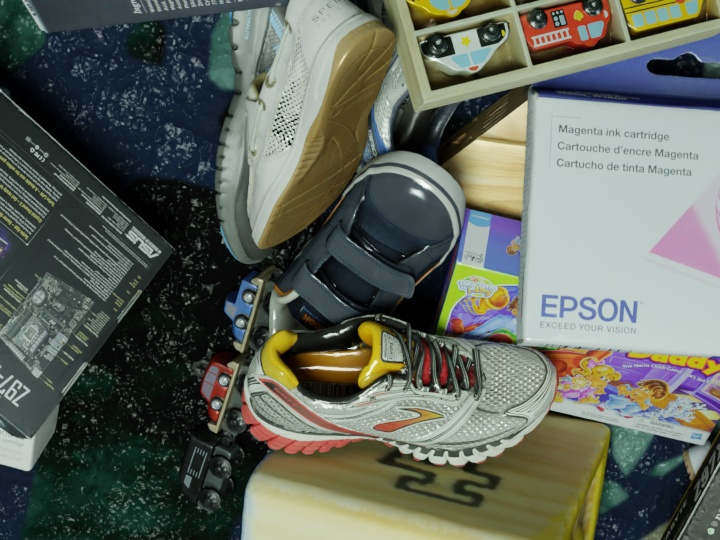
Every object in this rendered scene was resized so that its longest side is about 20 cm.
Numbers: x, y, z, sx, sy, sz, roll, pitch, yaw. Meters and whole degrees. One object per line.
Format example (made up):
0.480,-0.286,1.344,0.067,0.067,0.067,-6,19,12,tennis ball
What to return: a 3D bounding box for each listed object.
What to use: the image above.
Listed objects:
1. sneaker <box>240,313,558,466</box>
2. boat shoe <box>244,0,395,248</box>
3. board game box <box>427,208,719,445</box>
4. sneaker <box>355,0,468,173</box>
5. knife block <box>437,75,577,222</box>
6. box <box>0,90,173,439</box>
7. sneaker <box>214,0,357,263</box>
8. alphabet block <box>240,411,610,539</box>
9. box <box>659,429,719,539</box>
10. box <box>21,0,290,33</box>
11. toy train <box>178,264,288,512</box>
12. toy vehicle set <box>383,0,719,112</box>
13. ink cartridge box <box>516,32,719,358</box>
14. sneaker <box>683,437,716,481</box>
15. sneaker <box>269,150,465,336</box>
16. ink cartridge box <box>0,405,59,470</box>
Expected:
0.027,0.071,0.991,0.197,0.079,0.083,-2,146,-9,sneaker
-0.037,-0.094,0.973,0.069,0.070,0.201,46,141,18,boat shoe
0.148,0.039,1.042,0.197,0.045,0.135,13,143,0,board game box
0.045,-0.143,0.989,0.076,0.085,0.202,-1,114,-31,sneaker
0.144,-0.041,1.040,0.199,0.064,0.176,-36,101,20,knife block
-0.242,-0.016,1.030,0.200,0.043,0.161,42,69,-19,box
-0.049,-0.095,1.045,0.081,0.073,0.202,7,114,0,sneaker
0.042,0.201,1.064,0.198,0.196,0.198,12,115,15,alphabet block
0.297,0.152,1.028,0.158,0.049,0.202,24,110,1,box
-0.105,-0.236,0.943,0.197,0.150,0.105,-6,147,10,box
-0.091,0.081,1.143,0.045,0.034,0.202,25,114,12,toy train
0.109,-0.178,0.943,0.198,0.027,0.126,-16,86,-13,toy vehicle set
0.194,-0.050,0.959,0.193,0.043,0.203,3,88,-2,ink cartridge box
0.310,0.186,1.100,0.108,0.070,0.201,-27,106,14,sneaker
0.000,0.000,1.015,0.078,0.080,0.200,34,149,-6,sneaker
-0.264,0.027,1.128,0.114,0.067,0.202,13,112,3,ink cartridge box
